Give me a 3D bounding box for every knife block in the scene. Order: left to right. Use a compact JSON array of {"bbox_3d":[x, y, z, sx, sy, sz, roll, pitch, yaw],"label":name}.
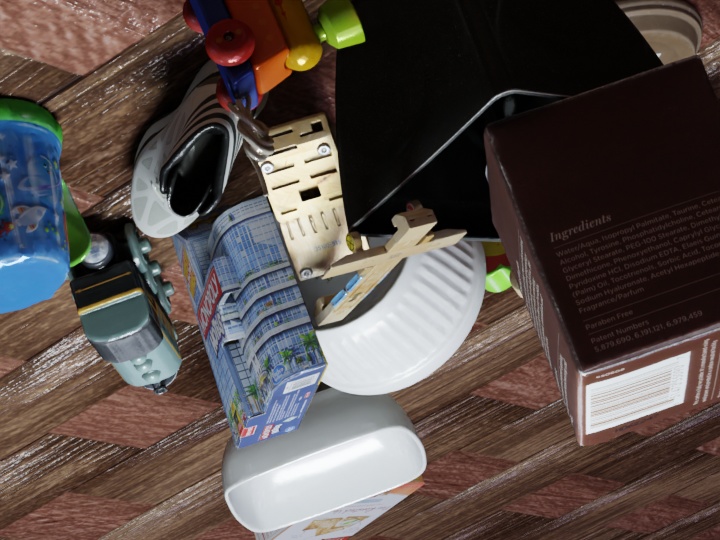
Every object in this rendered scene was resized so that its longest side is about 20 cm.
[{"bbox_3d":[-0.043,-0.088,1.638,0.064,0.176,0.200,-17,133,3],"label":"knife block"}]

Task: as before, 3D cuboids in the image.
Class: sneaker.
[{"bbox_3d":[-0.146,-0.071,1.573,0.076,0.115,0.201,30,135,-7],"label":"sneaker"}]

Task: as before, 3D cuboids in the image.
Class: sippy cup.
[{"bbox_3d":[-0.282,-0.042,1.536,0.178,0.131,0.140,-7,154,-25],"label":"sippy cup"}]

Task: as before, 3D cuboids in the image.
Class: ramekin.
[{"bbox_3d":[0.000,0.000,1.770,0.200,0.200,0.105,-27,147,18],"label":"ramekin"}]

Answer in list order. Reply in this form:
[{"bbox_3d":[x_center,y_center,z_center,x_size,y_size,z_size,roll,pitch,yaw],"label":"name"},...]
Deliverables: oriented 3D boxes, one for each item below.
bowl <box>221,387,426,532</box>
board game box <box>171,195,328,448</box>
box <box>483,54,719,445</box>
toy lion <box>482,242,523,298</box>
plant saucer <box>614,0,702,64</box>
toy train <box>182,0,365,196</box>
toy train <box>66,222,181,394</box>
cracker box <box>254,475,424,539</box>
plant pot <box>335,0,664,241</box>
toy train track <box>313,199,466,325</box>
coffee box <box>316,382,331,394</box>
[{"bbox_3d":[-0.041,0.180,2.001,0.199,0.075,0.200,-20,156,1],"label":"bowl"},{"bbox_3d":[-0.099,0.024,1.671,0.062,0.200,0.200,-17,164,-15],"label":"board game box"},{"bbox_3d":[0.198,-0.010,1.431,0.164,0.200,0.166,-19,158,-1],"label":"box"},{"bbox_3d":[0.168,-0.051,1.810,0.200,0.192,0.069,-40,133,0],"label":"toy lion"},{"bbox_3d":[0.207,-0.171,1.753,0.200,0.030,0.200,-16,156,-7],"label":"plant saucer"},{"bbox_3d":[-0.047,-0.152,1.385,0.116,0.200,0.085,-21,157,-6],"label":"toy train"},{"bbox_3d":[-0.208,0.039,1.792,0.085,0.114,0.200,-18,157,-1],"label":"toy train"},{"bbox_3d":[-0.032,0.292,2.567,0.134,0.058,0.200,2,150,-40],"label":"cracker box"},{"bbox_3d":[0.093,-0.147,1.527,0.199,0.178,0.200,2,149,-39],"label":"plant pot"},{"bbox_3d":[0.005,-0.009,1.513,0.115,0.033,0.200,-15,164,-26],"label":"toy train track"},{"bbox_3d":[-0.083,0.119,2.072,0.080,0.113,0.200,-12,155,-16],"label":"coffee box"}]
